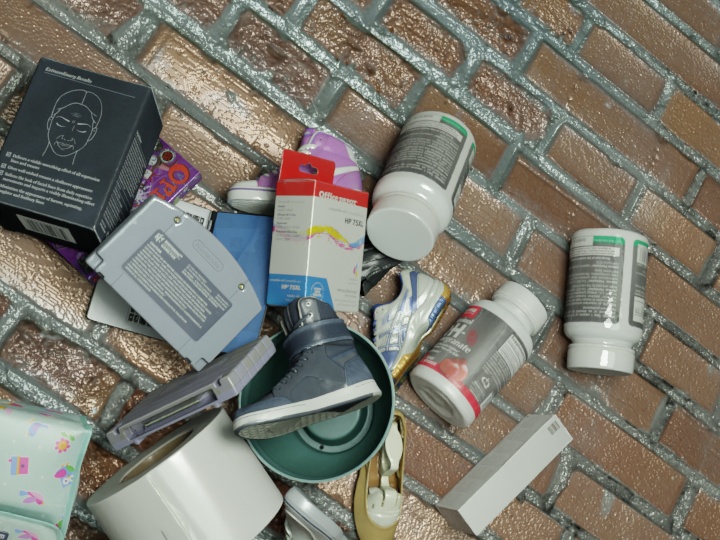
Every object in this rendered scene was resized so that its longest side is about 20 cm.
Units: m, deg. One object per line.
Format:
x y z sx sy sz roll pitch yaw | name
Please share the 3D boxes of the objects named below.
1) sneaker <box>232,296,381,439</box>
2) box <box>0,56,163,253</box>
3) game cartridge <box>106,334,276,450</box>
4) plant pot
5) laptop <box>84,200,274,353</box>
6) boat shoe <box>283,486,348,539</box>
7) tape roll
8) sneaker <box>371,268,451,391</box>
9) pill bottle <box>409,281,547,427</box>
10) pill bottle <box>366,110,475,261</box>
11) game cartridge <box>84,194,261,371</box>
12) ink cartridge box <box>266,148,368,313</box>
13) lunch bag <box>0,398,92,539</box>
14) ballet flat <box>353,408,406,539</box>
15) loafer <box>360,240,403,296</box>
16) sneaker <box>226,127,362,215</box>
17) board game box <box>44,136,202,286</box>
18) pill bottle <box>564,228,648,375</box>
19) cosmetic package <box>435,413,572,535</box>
-0.085 0.113 1.334 0.201 0.077 0.147 -12 71 -39 | sneaker
-0.352 -0.138 1.392 0.147 0.107 0.201 16 71 5 | box
-0.205 0.150 1.379 0.039 0.199 0.130 61 26 -5 | game cartridge
-0.046 0.175 1.459 0.198 0.134 0.202 -2 78 9 | plant pot
-0.223 -0.003 1.447 0.199 0.116 0.189 19 77 -23 | laptop
-0.063 0.341 1.434 0.067 0.200 0.073 -46 56 -12 | boat shoe
-0.213 0.281 1.373 0.202 0.203 0.140 -36 96 -20 | tape roll
0.044 0.092 1.566 0.088 0.075 0.201 30 78 13 | sneaker
0.171 0.113 1.576 0.111 0.111 0.200 47 71 -8 | pill bottle
0.082 -0.116 1.535 0.113 0.113 0.201 35 48 -12 | pill bottle
-0.220 0.011 1.376 0.133 0.041 0.200 -46 112 -11 | game cartridge
-0.052 -0.050 1.450 0.116 0.067 0.202 7 87 -53 | ink cartridge box
-0.427 0.261 1.344 0.169 0.122 0.202 16 87 -19 | lunch bag
0.030 0.284 1.531 0.068 0.063 0.202 5 82 -21 | ballet flat
0.000 0.000 1.556 0.199 0.068 0.071 -17 97 -15 | loafer
-0.095 -0.137 1.540 0.199 0.073 0.115 -3 81 -30 | sneaker
-0.316 -0.091 1.447 0.120 0.032 0.200 40 74 9 | board game box
0.357 0.047 1.640 0.112 0.113 0.202 10 80 -18 | pill bottle
0.203 0.285 1.583 0.200 0.082 0.051 -40 100 -19 | cosmetic package
